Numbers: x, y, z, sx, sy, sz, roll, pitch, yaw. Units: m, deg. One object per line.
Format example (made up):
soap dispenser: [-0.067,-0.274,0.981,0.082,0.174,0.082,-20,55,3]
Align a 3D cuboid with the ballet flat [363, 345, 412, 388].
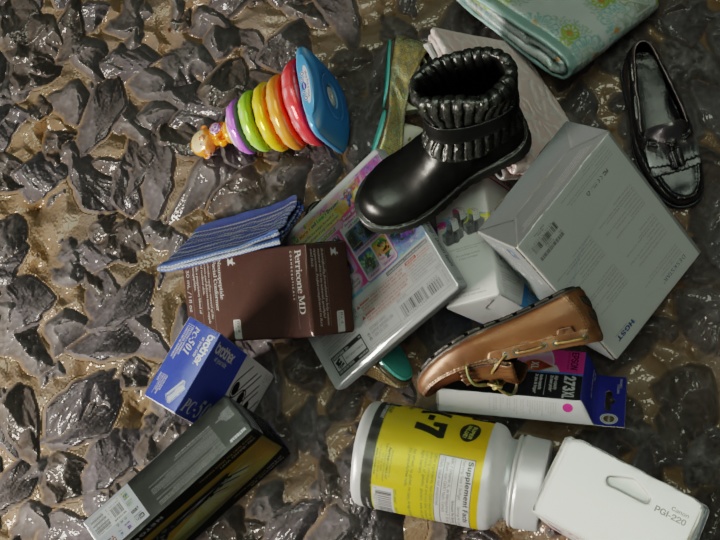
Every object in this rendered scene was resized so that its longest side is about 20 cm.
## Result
ballet flat: [-0.015,0.067,1.309,0.065,0.070,0.201,-46,64,25]

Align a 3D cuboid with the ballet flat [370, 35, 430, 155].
ballet flat: [0.050,-0.186,1.368,0.070,0.071,0.202,6,74,14]

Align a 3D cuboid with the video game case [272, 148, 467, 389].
video game case: [0.000,0.000,1.244,0.200,0.024,0.183,-42,67,29]

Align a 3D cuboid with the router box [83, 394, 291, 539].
router box: [-0.182,0.233,1.235,0.200,0.157,0.052,-42,69,-2]

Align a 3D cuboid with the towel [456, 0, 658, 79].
towel: [0.229,-0.332,1.356,0.171,0.048,0.200,-39,69,-21]

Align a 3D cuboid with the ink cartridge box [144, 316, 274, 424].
ink cartridge box: [-0.160,0.125,1.240,0.044,0.200,0.095,26,80,19]

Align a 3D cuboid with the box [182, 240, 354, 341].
box: [-0.105,0.026,1.264,0.199,0.075,0.101,-7,89,38]

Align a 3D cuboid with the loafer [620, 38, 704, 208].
loafer: [0.340,-0.169,1.297,0.071,0.063,0.202,-15,70,7]

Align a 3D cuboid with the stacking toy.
stacking toy: [-0.123,-0.183,1.392,0.198,0.110,0.117,-16,72,19]

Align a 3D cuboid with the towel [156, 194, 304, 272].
towel: [-0.144,-0.044,1.304,0.143,0.200,0.024,-15,102,8]

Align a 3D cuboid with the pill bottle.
pill bottle: [0.097,0.210,1.205,0.198,0.114,0.115,8,75,14]

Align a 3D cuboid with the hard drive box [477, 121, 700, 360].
hard drive box: [0.244,-0.030,1.201,0.156,0.200,0.077,-49,30,-7]

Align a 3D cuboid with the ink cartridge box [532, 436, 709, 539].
ink cartridge box: [0.254,0.241,1.115,0.145,0.200,0.085,26,80,18]

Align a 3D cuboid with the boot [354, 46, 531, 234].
boot: [0.069,-0.128,1.122,0.210,0.158,0.080,-33,68,6]

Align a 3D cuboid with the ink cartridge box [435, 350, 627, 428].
ink cartridge box: [0.187,0.122,1.228,0.198,0.037,0.095,6,30,12]

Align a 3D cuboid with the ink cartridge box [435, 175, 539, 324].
ink cartridge box: [0.138,-0.049,1.270,0.067,0.115,0.202,-15,69,28]

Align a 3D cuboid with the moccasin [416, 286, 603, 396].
moccasin: [0.149,0.087,1.154,0.200,0.074,0.078,-25,82,16]

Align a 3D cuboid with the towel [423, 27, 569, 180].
towel: [0.173,-0.181,1.285,0.032,0.190,0.201,-42,66,35]

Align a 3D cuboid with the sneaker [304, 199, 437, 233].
sneaker: [0.022,-0.035,1.303,0.198,0.100,0.070,15,79,17]
